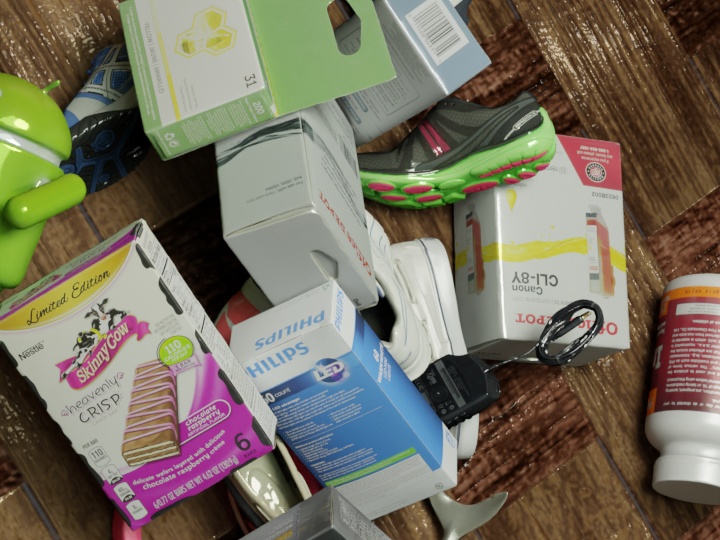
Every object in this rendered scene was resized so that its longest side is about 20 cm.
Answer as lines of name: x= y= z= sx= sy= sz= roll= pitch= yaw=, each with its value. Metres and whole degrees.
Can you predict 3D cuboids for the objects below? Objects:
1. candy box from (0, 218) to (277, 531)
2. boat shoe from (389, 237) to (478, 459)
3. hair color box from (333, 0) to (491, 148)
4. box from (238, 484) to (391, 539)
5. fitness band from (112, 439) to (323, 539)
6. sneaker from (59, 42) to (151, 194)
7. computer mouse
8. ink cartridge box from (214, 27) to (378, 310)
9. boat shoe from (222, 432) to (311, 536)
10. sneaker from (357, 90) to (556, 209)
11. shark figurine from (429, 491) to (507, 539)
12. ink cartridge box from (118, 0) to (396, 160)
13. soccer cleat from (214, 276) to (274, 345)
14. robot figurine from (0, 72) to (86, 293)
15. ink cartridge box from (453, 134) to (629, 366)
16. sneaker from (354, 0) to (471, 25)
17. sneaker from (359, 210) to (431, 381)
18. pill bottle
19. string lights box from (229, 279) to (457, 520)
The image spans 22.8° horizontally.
candy box: x=-0.172 y=0.081 z=1.371 sx=0.136 sy=0.061 sz=0.201 roll=-31 pitch=106 yaw=9
boat shoe: x=0.056 y=0.071 z=1.583 sx=0.065 sy=0.072 sz=0.201 roll=-7 pitch=84 yaw=-18
hair color box: x=0.018 y=-0.176 z=1.543 sx=0.061 sy=0.200 sz=0.099 roll=-38 pitch=97 yaw=-30
box: x=-0.023 y=0.277 z=1.418 sx=0.200 sy=0.158 sz=0.048 roll=46 pitch=24 yaw=-30
fitness band: x=-0.111 y=0.209 z=1.483 sx=0.199 sy=0.037 sz=0.144 roll=-19 pitch=85 yaw=-31
sneaker: x=-0.208 y=-0.136 z=1.501 sx=0.200 sy=0.076 sz=0.077 roll=-39 pitch=57 yaw=-20
computer mouse: x=0.122 y=0.085 z=1.533 sx=0.199 sy=0.034 sz=0.059 roll=-26 pitch=56 yaw=0
ink cartridge box: x=-0.057 y=-0.074 z=1.470 sx=0.147 sy=0.083 sz=0.201 roll=57 pitch=19 yaw=-48
boat shoe: x=-0.099 y=0.137 z=1.454 sx=0.071 sy=0.063 sz=0.201 roll=-27 pitch=87 yaw=-28
sneaker: x=0.076 y=-0.109 z=1.593 sx=0.199 sy=0.077 sz=0.084 roll=-12 pitch=68 yaw=13
shark figurine: x=0.045 y=0.273 z=1.512 sx=0.214 sy=0.089 sz=0.129 roll=-24 pitch=111 yaw=-39
ink cartridge box: x=-0.086 y=-0.184 z=1.430 sx=0.199 sy=0.048 sz=0.146 roll=-20 pitch=55 yaw=6
soccer cleat: x=-0.044 y=0.089 z=1.536 sx=0.073 sy=0.068 sz=0.200 roll=-45 pitch=113 yaw=6
robot figurine: x=-0.297 y=-0.064 z=1.387 sx=0.116 sy=0.175 sz=0.201 roll=30 pitch=80 yaw=-59
ink cartridge box: x=0.167 y=-0.020 z=1.653 sx=0.144 sy=0.083 sz=0.201 roll=6 pitch=76 yaw=-27
sneaker: x=0.048 y=-0.283 z=1.656 sx=0.129 sy=0.079 sz=0.200 roll=-9 pitch=83 yaw=-30
sneaker: x=0.000 y=0.000 z=1.532 sx=0.074 sy=0.087 sz=0.201 roll=-31 pitch=68 yaw=-1
pill bottle: x=0.331 y=0.114 z=1.691 sx=0.112 sy=0.113 sz=0.201 roll=19 pitch=70 yaw=-23
string lights box: x=-0.012 y=0.112 z=1.461 sx=0.200 sy=0.102 sz=0.059 roll=54 pitch=24 yaw=-30
